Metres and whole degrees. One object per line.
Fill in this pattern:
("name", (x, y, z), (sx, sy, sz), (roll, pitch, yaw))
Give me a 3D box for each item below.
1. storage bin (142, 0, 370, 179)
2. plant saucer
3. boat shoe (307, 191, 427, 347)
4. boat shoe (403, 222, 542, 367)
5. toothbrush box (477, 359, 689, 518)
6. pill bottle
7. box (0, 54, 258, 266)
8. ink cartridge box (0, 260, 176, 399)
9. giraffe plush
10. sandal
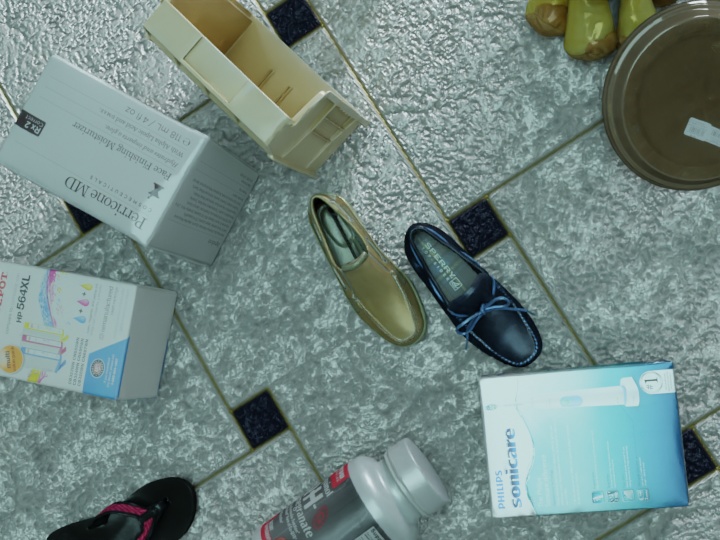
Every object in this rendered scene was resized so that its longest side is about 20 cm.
("storage bin", (-0.111, -0.209, 1.084), (0.200, 0.199, 0.094), (45, 97, 10))
("plant saucer", (0.354, -0.180, 1.045), (0.199, 0.029, 0.201), (0, 106, -2))
("boat shoe", (0.000, 0.000, 1.106), (0.072, 0.076, 0.200), (-39, 80, 5))
("boat shoe", (0.113, 0.031, 1.087), (0.200, 0.069, 0.084), (41, 93, 11))
("toothbrush box", (0.229, 0.174, 1.045), (0.199, 0.085, 0.147), (-7, 85, 9))
("pill bottle", (-0.008, 0.270, 1.067), (0.200, 0.111, 0.111), (-37, 80, 5))
("box", (-0.247, -0.113, 1.097), (0.199, 0.200, 0.131), (28, 90, 11))
("ink cartridge box", (-0.333, 0.066, 1.135), (0.199, 0.125, 0.129), (9, 87, 10))
("giraffe plush", (0.261, -0.334, 1.044), (0.172, 0.162, 0.201), (5, 86, 11))
("sandal", (-0.277, 0.300, 1.145), (0.200, 0.045, 0.075), (-25, 81, 7))
